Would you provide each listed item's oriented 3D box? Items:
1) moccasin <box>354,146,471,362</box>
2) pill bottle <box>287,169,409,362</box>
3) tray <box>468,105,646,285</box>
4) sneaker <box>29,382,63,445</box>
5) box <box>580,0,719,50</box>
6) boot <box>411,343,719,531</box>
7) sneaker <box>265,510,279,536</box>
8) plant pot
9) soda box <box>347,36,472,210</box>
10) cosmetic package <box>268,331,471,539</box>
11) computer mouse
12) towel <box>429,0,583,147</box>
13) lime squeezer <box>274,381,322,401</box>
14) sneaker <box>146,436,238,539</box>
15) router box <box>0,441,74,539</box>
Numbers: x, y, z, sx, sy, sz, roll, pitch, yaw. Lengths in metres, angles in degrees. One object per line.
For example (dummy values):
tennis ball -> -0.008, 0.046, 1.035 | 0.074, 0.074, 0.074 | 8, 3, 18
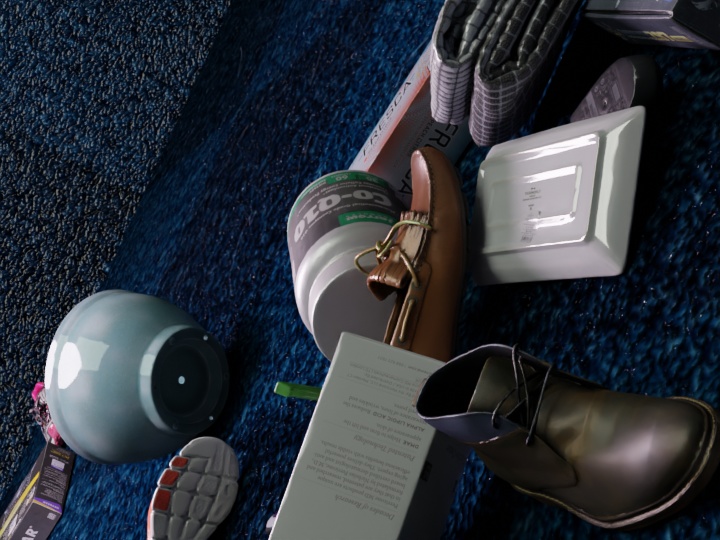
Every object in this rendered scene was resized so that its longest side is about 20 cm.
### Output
moccasin -> 0.035, 0.009, 1.033 | 0.074, 0.077, 0.202 | 136, 141, -80
pill bottle -> 0.000, 0.000, 1.179 | 0.113, 0.113, 0.200 | -58, 17, 16
tray -> 0.122, -0.047, 0.971 | 0.200, 0.022, 0.108 | 173, 106, -67
sneaker -> -0.541, 0.253, 2.522 | 0.081, 0.074, 0.200 | -62, 17, 3
box -> 0.235, -0.245, 0.950 | 0.201, 0.051, 0.158 | -62, 15, 4
boot -> 0.102, 0.085, 0.756 | 0.200, 0.097, 0.075 | -23, 42, 66
sneaker -> -0.012, 0.160, 1.041 | 0.088, 0.074, 0.200 | -63, 15, -18
plant pot -> -0.232, 0.122, 1.615 | 0.134, 0.200, 0.201 | 0, 60, 41
soda box -> 0.052, -0.117, 1.282 | 0.200, 0.068, 0.064 | -56, 17, 21
cosmetic package -> 0.003, 0.151, 0.886 | 0.113, 0.081, 0.201 | 40, -114, -69
computer mouse -> 0.150, -0.070, 0.987 | 0.200, 0.034, 0.059 | 126, 146, -45
towel -> 0.128, -0.203, 1.088 | 0.200, 0.085, 0.166 | -60, -9, -7
lime squeezer -> -0.002, 0.098, 1.127 | 0.200, 0.070, 0.038 | -9, -75, -73
sneaker -> -0.182, 0.258, 1.410 | 0.201, 0.077, 0.082 | -69, 11, -22
router box -> -0.529, 0.397, 2.293 | 0.200, 0.052, 0.157 | -55, 18, 24
